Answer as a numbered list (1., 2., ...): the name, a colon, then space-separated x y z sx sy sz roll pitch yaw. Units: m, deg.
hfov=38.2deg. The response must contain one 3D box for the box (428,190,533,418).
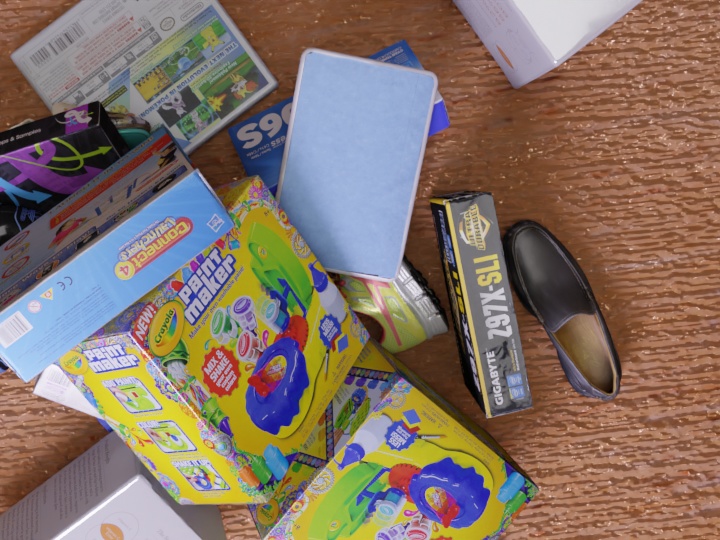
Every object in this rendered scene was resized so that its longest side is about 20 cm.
1. box: 0.112 0.025 0.997 0.049 0.160 0.202 -12 95 -2

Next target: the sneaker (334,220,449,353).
1. sneaker: 0.000 0.000 1.034 0.090 0.078 0.201 -35 92 10

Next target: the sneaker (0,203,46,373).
1. sneaker: -0.331 0.024 0.990 0.077 0.070 0.201 3 131 -11

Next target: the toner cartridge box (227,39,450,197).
1. toner cartridge box: -0.023 -0.139 1.013 0.199 0.043 0.095 -27 56 -1

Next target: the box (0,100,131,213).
1. box: -0.304 -0.071 0.976 0.198 0.143 0.036 -15 52 8

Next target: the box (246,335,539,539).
1. box: 0.024 0.204 0.997 0.200 0.122 0.193 40 92 -26

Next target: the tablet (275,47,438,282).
1. tablet: -0.009 -0.095 0.966 0.129 0.014 0.202 10 101 -7

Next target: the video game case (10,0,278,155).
1. video game case: -0.213 -0.198 1.035 0.199 0.022 0.183 -37 95 0

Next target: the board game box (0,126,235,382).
1. board game box: -0.212 -0.023 0.852 0.199 0.196 0.056 -37 114 -3

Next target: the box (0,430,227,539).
1. box: -0.249 0.273 1.002 0.199 0.106 0.153 -36 117 0

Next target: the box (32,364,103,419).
1. box: -0.208 0.127 0.985 0.199 0.039 0.042 24 113 -19

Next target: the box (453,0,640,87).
1. box: 0.156 -0.267 0.949 0.106 0.200 0.153 -37 95 2

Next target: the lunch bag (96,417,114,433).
1. lunch bag: -0.204 0.091 1.033 0.150 0.094 0.201 -35 107 5

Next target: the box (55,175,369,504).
1. box: -0.125 0.063 0.906 0.193 0.121 0.200 55 46 -24

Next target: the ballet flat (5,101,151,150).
1. ballet flat: -0.296 -0.123 0.999 0.199 0.072 0.073 -22 95 15

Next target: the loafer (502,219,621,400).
1. loafer: 0.210 0.039 1.046 0.072 0.072 0.201 -32 94 1
